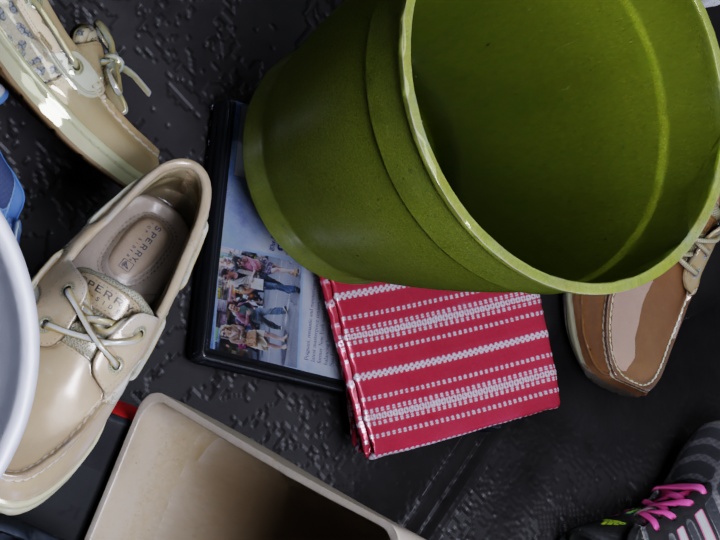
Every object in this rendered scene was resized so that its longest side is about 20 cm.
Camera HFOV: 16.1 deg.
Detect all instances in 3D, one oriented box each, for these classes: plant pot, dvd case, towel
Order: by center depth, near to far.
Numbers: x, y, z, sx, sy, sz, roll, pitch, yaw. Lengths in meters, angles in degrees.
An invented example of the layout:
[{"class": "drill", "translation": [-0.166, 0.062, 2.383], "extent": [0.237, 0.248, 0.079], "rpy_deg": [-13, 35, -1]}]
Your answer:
[{"class": "plant pot", "translation": [-0.018, 0.198, 1.174], "extent": [0.177, 0.200, 0.200], "rpy_deg": [23, 91, -41]}, {"class": "plant pot", "translation": [0.045, -0.072, 1.267], "extent": [0.200, 0.193, 0.201], "rpy_deg": [8, 76, -34]}, {"class": "towel", "translation": [0.031, -0.009, 1.379], "extent": [0.144, 0.022, 0.200], "rpy_deg": [-13, 88, -37]}, {"class": "dvd case", "translation": [0.000, 0.000, 1.380], "extent": [0.200, 0.018, 0.143], "rpy_deg": [15, 72, -33]}]

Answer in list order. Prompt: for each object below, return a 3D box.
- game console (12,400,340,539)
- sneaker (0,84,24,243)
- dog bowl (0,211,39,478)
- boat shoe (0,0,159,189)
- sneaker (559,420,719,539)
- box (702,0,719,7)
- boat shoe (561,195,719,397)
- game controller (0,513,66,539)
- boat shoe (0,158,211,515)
[{"class": "game console", "translation": [-0.116, 0.158, 1.231], "extent": [0.200, 0.031, 0.177], "rpy_deg": [24, 91, -30]}, {"class": "sneaker", "translation": [-0.194, -0.008, 1.212], "extent": [0.082, 0.074, 0.200], "rpy_deg": [-1, 82, -37]}, {"class": "dog bowl", "translation": [-0.234, 0.030, 1.033], "extent": [0.200, 0.079, 0.201], "rpy_deg": [1, 87, -17]}, {"class": "boat shoe", "translation": [-0.159, -0.121, 1.249], "extent": [0.063, 0.073, 0.200], "rpy_deg": [-43, 108, -6]}, {"class": "sneaker", "translation": [0.162, 0.154, 1.426], "extent": [0.087, 0.074, 0.200], "rpy_deg": [46, 63, -26]}, {"class": "box", "translation": [0.146, -0.252, 1.423], "extent": [0.130, 0.199, 0.200], "rpy_deg": [4, 78, -35]}, {"class": "boat shoe", "translation": [0.171, -0.029, 1.471], "extent": [0.076, 0.074, 0.200], "rpy_deg": [22, 68, -30]}, {"class": "game controller", "translation": [-0.165, 0.208, 1.101], "extent": [0.104, 0.042, 0.200], "rpy_deg": [33, 69, -43]}, {"class": "boat shoe", "translation": [-0.126, 0.024, 1.167], "extent": [0.072, 0.065, 0.200], "rpy_deg": [35, 50, -3]}]
